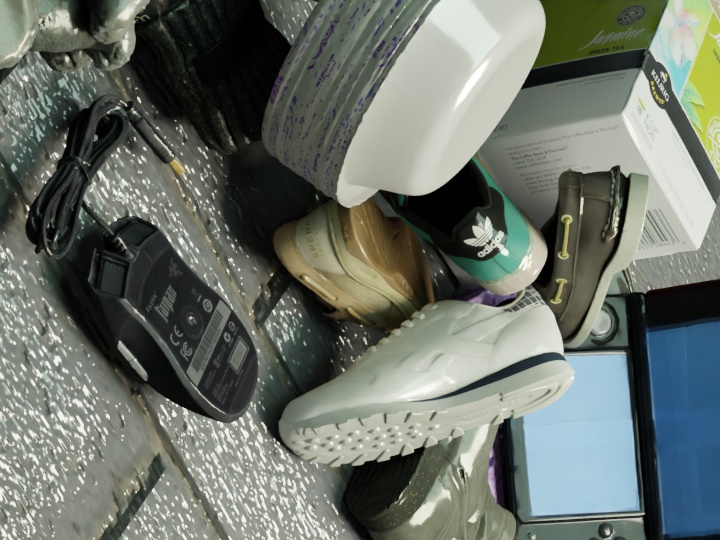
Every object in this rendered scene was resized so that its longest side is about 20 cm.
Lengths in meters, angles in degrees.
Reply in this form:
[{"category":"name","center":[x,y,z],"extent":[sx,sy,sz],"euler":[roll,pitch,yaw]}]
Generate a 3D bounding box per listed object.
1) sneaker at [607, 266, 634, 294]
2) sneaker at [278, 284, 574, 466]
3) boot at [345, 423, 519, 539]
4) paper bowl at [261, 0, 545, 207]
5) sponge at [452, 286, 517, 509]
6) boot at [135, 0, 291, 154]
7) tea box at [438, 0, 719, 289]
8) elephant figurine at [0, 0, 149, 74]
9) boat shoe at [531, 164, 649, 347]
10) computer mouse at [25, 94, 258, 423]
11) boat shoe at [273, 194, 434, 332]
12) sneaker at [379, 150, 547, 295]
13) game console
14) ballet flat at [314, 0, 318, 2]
[{"category":"sneaker","center":[0.187,0.048,1.873],"extent":[0.106,0.074,0.201],"euler":[-142,-145,-77]},{"category":"sneaker","center":[0.037,0.068,1.641],"extent":[0.199,0.076,0.081],"euler":[-14,70,-15]},{"category":"boot","center":[0.073,0.136,1.730],"extent":[0.200,0.067,0.131],"euler":[-54,129,-26]},{"category":"paper bowl","center":[0.036,-0.127,1.532],"extent":[0.104,0.201,0.201],"euler":[36,37,11]},{"category":"sponge","center":[0.100,0.115,1.812],"extent":[0.111,0.030,0.201],"euler":[-26,104,-54]},{"category":"boot","center":[-0.083,-0.193,1.573],"extent":[0.158,0.079,0.212],"euler":[49,53,-31]},{"category":"tea box","center":[0.153,-0.111,1.793],"extent":[0.134,0.199,0.197],"euler":[55,42,-32]},{"category":"elephant figurine","center":[-0.218,-0.134,1.336],"extent":[0.199,0.142,0.156],"euler":[-29,78,-38]},{"category":"boat shoe","center":[0.140,-0.011,1.678],"extent":[0.201,0.060,0.072],"euler":[109,-9,-61]},{"category":"computer mouse","center":[-0.127,-0.007,1.505],"extent":[0.200,0.046,0.141],"euler":[48,42,-32]},{"category":"boat shoe","center":[0.000,0.000,1.666],"extent":[0.200,0.064,0.072],"euler":[45,32,-62]},{"category":"sneaker","center":[0.046,-0.065,1.655],"extent":[0.071,0.200,0.080],"euler":[-47,135,2]},{"category":"game console","center":[0.194,0.110,1.759],"extent":[0.171,0.119,0.202],"euler":[-1,81,-19]},{"category":"ballet flat","center":[-0.025,-0.205,1.613],"extent":[0.200,0.069,0.070],"euler":[-142,-148,-74]}]
